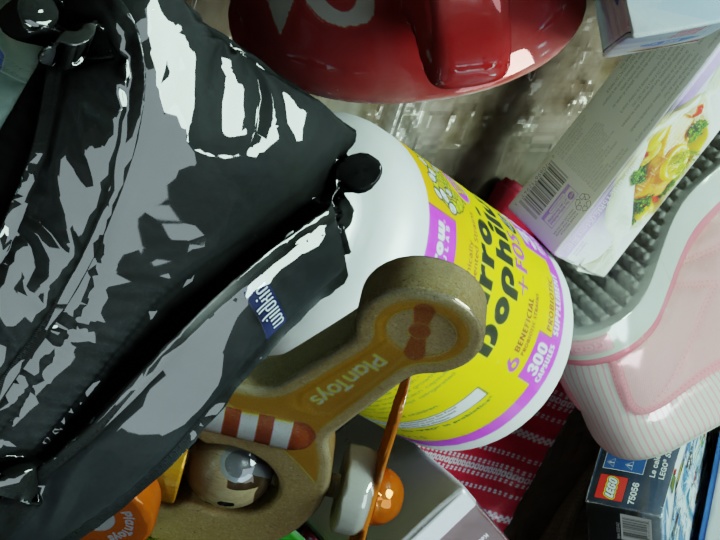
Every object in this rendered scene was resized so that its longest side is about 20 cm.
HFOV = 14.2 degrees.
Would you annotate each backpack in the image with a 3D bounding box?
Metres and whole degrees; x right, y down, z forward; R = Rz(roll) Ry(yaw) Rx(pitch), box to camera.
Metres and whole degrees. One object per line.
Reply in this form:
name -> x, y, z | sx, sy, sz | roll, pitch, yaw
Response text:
backpack -> -0.112, -0.004, 1.010 | 0.167, 0.127, 0.200 | 33, 88, -33

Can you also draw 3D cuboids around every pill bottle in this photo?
pill bottle -> 0.000, 0.000, 1.166 | 0.104, 0.104, 0.200 | -58, 145, 1

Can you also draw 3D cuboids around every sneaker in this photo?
sneaker -> 0.144, 0.004, 1.317 | 0.200, 0.075, 0.105 | -57, 133, -41

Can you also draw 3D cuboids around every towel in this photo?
towel -> 0.059, 0.059, 1.351 | 0.145, 0.022, 0.200 | 22, 99, -53

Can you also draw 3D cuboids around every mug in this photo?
mug -> 0.024, -0.170, 1.015 | 0.133, 0.177, 0.200 | -28, 131, -29

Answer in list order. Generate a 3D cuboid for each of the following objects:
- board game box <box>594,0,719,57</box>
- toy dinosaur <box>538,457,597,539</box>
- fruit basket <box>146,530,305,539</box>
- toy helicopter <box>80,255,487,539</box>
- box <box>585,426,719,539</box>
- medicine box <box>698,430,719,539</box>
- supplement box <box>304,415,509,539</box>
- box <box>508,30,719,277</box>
board game box -> 0.093, -0.179, 1.023 | 0.200, 0.041, 0.200 | -52, 133, -86
toy dinosaur -> 0.086, 0.164, 1.437 | 0.101, 0.058, 0.200 | 13, 94, -83
fruit basket -> -0.085, 0.178, 1.183 | 0.216, 0.155, 0.216 | -42, 159, -20
toy helicopter -> -0.019, 0.056, 1.077 | 0.132, 0.200, 0.079 | 35, 44, -22
box -> 0.147, 0.113, 1.412 | 0.200, 0.040, 0.137 | 81, 25, -52
medicine box -> 0.229, 0.154, 1.463 | 0.200, 0.103, 0.182 | -20, 121, -73
supplement box -> 0.056, 0.158, 1.289 | 0.061, 0.109, 0.200 | -44, 120, -5
box -> 0.142, -0.087, 1.221 | 0.039, 0.041, 0.200 | 23, 109, -48
